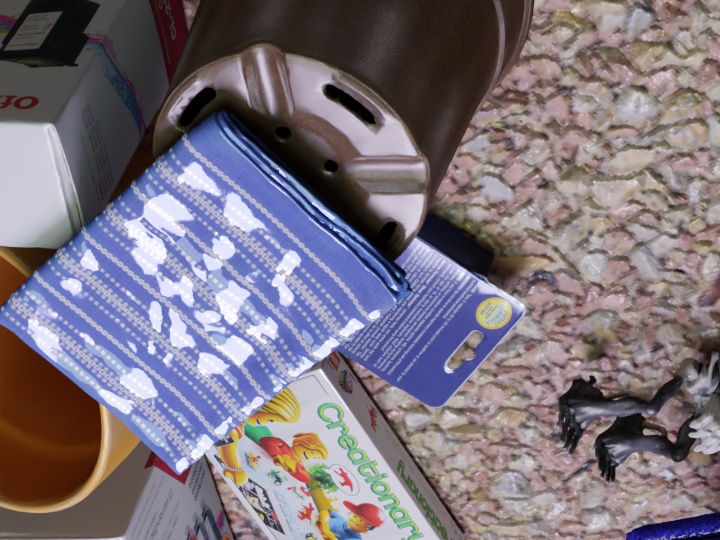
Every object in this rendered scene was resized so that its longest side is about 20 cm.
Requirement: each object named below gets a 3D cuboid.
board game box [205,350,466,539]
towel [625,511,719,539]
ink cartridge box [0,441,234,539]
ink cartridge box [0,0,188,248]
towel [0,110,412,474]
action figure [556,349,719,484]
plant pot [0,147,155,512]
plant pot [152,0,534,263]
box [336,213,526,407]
[{"bbox_3d":[-0.026,0.147,1.393,0.125,0.035,0.201,-19,120,28],"label":"board game box"},{"bbox_3d":[0.262,0.180,1.261,0.147,0.050,0.200,-21,160,25],"label":"towel"},{"bbox_3d":[-0.184,0.214,1.421,0.143,0.146,0.201,-2,128,18],"label":"ink cartridge box"},{"bbox_3d":[-0.200,-0.108,1.130,0.144,0.201,0.083,2,129,14],"label":"ink cartridge box"},{"bbox_3d":[-0.086,0.017,1.042,0.145,0.024,0.200,42,121,-17],"label":"towel"},{"bbox_3d":[0.232,0.091,1.228,0.199,0.103,0.119,-17,136,28],"label":"action figure"},{"bbox_3d":[-0.185,0.017,1.220,0.199,0.183,0.202,17,126,25],"label":"plant pot"},{"bbox_3d":[-0.015,-0.109,1.077,0.198,0.199,0.202,8,129,9],"label":"plant pot"},{"bbox_3d":[0.000,0.000,1.268,0.199,0.033,0.121,33,130,-7],"label":"box"}]
